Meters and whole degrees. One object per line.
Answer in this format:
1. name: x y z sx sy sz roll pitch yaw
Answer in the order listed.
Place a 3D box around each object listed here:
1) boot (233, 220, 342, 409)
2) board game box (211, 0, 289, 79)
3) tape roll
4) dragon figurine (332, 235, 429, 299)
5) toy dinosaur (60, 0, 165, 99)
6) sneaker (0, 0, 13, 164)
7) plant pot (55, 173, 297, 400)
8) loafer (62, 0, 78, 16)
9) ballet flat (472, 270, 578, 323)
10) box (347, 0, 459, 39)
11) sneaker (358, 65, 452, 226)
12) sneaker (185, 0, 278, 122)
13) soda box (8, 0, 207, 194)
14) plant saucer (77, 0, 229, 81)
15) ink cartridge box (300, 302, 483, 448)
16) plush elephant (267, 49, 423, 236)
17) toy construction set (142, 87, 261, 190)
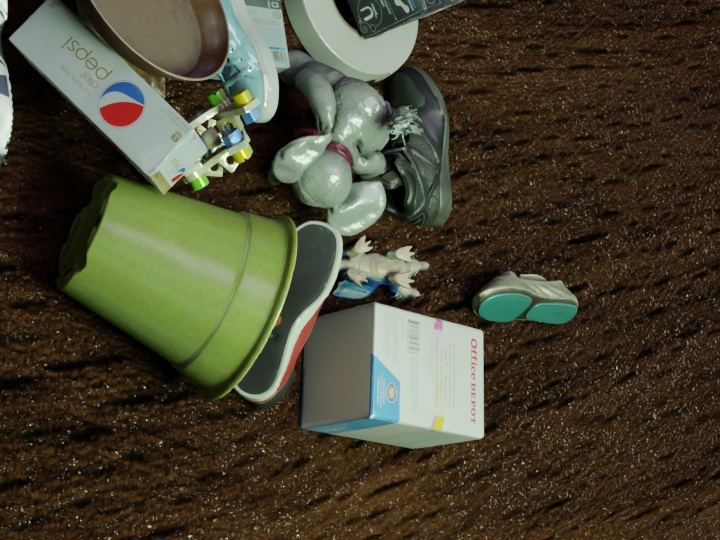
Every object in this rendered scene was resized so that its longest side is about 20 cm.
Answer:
1. boot: -0.076 0.049 1.490 0.072 0.144 0.202 24 81 7
2. board game box: -0.166 -0.318 1.559 0.146 0.064 0.203 -1 80 -43
3. tape roll: -0.010 -0.333 1.728 0.201 0.037 0.205 14 69 -40
4. dragon figurine: 0.000 0.000 1.632 0.198 0.099 0.060 4 77 -23
5. toy dinosaur: -0.267 -0.225 1.431 0.200 0.060 0.107 57 46 -57
6. sneaker: -0.396 -0.189 1.307 0.128 0.079 0.202 -3 101 -24
7. plant pot: -0.191 -0.002 1.383 0.189 0.200 0.202 26 61 -23
8. loafer: -0.279 -0.351 1.455 0.072 0.071 0.203 9 73 -41
9. ballet flat: 0.205 0.033 1.828 0.199 0.067 0.063 10 44 -45
10. box: 0.073 -0.382 1.715 0.199 0.114 0.133 -30 98 -45
11. sneaker: 0.052 -0.156 1.711 0.114 0.076 0.202 2 83 -49
12. sneaker: -0.155 -0.242 1.463 0.081 0.074 0.202 -16 77 -39
13. soda box: -0.239 -0.167 1.331 0.200 0.068 0.064 43 85 11
14. plant saucer: -0.209 -0.264 1.351 0.199 0.034 0.202 34 40 -34
15. ink cartridge box: 0.047 0.127 1.597 0.199 0.125 0.130 17 68 -39
16. plush elephant: -0.037 -0.132 1.574 0.155 0.199 0.165 -48 126 -17
17. toy construction set: -0.169 -0.134 1.443 0.130 0.200 0.093 -32 95 -8
